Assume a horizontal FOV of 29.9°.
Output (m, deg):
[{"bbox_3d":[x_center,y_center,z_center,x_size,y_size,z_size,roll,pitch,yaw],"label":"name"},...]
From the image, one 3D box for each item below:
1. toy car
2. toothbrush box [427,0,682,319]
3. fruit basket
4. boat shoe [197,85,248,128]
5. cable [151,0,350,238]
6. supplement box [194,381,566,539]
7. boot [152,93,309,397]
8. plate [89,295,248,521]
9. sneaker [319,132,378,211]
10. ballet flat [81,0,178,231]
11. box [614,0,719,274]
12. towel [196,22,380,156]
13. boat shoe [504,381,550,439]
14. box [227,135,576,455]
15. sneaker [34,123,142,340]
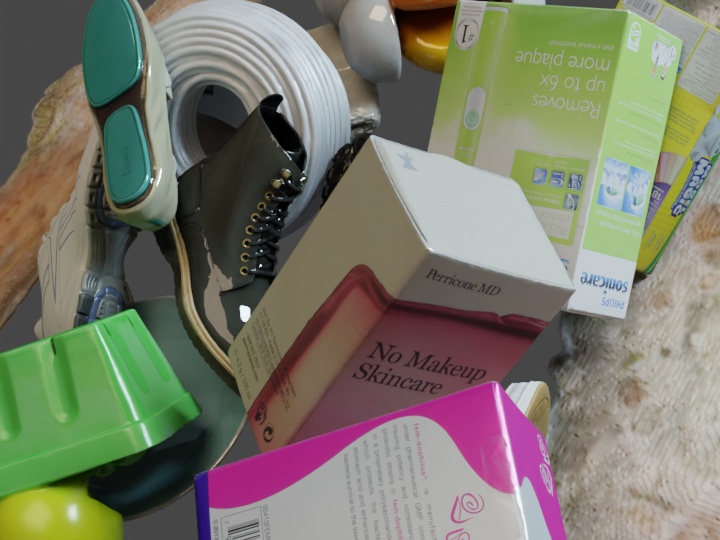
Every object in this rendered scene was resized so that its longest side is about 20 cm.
[{"bbox_3d":[0.054,-0.263,1.140,0.173,0.151,0.201,-16,47,-10],"label":"toy car"},{"bbox_3d":[0.127,-0.079,0.952,0.145,0.086,0.203,14,94,40],"label":"toothbrush box"},{"bbox_3d":[-0.213,0.150,0.945,0.213,0.155,0.219,1,95,8],"label":"fruit basket"},{"bbox_3d":[-0.107,-0.161,1.160,0.198,0.073,0.068,11,28,22],"label":"boat shoe"},{"bbox_3d":[-0.108,-0.116,1.088,0.199,0.069,0.201,-37,86,28],"label":"cable"},{"bbox_3d":[0.014,0.154,0.798,0.198,0.103,0.102,-19,57,18],"label":"supplement box"},{"bbox_3d":[-0.073,-0.017,0.992,0.138,0.077,0.201,-41,66,26],"label":"boot"},{"bbox_3d":[-0.168,0.107,1.042,0.198,0.026,0.202,-12,50,15],"label":"plate"},{"bbox_3d":[0.000,0.000,1.024,0.074,0.079,0.202,-4,63,58],"label":"sneaker"},{"bbox_3d":[-0.171,-0.120,1.033,0.069,0.070,0.202,-15,64,11],"label":"ballet flat"},{"bbox_3d":[0.197,-0.090,0.980,0.117,0.048,0.201,39,106,37],"label":"box"},{"bbox_3d":[-0.079,-0.148,1.202,0.198,0.035,0.134,-15,51,10],"label":"towel"},{"bbox_3d":[0.060,0.151,0.879,0.069,0.071,0.201,17,63,31],"label":"boat shoe"},{"bbox_3d":[0.022,0.034,0.878,0.201,0.127,0.110,-55,40,30],"label":"box"},{"bbox_3d":[-0.219,-0.026,1.067,0.086,0.074,0.203,7,84,38],"label":"sneaker"}]
